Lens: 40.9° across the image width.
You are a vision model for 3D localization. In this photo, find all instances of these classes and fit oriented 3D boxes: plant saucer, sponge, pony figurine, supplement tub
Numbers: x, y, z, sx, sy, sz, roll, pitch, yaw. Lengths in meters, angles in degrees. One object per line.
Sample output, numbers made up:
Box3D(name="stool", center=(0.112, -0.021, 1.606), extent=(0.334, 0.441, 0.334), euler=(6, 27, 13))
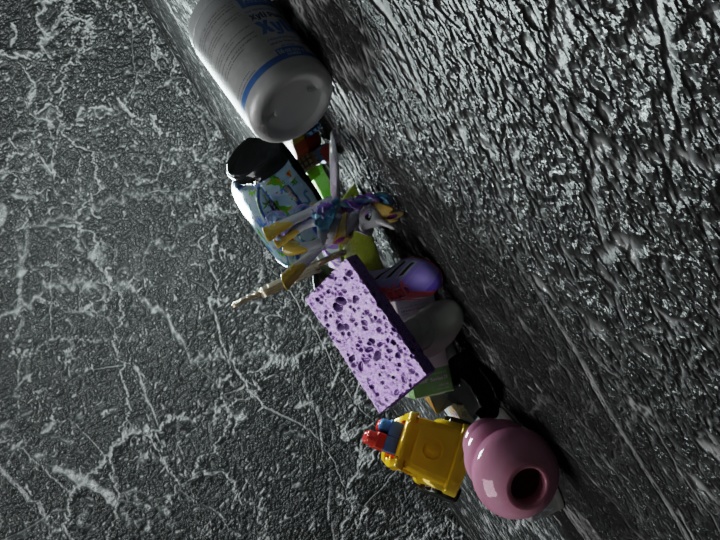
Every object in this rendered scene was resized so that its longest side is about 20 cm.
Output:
Box3D(name="plant saucer", center=(0.000, 0.000, 1.578), extent=(0.202, 0.047, 0.202), euler=(82, 173, -49))
Box3D(name="sponge", center=(0.012, 0.091, 1.372), extent=(0.030, 0.111, 0.202), euler=(-22, -105, -52))
Box3D(name="pony figurine", center=(-0.042, -0.082, 1.411), extent=(0.168, 0.197, 0.194), euler=(60, -173, -38))
Box3D(name="supplement tub", center=(-0.137, -0.284, 1.310), extent=(0.201, 0.131, 0.132), euler=(53, 172, 28))

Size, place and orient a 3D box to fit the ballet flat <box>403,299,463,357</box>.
Box3D(name="ballet flat", center=(0.065, 0.102, 1.395), extent=(0.199, 0.069, 0.070), euler=(-32, 92, 42))

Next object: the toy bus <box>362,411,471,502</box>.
Box3D(name="toy bus", center=(0.095, 0.314, 1.703), extent=(0.189, 0.138, 0.200), euler=(19, 167, -2))

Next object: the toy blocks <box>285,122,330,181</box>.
Box3D(name="toy blocks", center=(-0.113, -0.237, 1.581), extent=(0.202, 0.099, 0.136), euler=(59, 161, -12))

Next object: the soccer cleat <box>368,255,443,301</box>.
Box3D(name="soccer cleat", center=(0.032, 0.026, 1.396), extent=(0.198, 0.076, 0.068), euler=(-4, 118, 43))

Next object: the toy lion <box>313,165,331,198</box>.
Box3D(name="toy lion", center=(-0.101, -0.192, 1.793), extent=(0.201, 0.068, 0.192), euler=(55, 165, 17))

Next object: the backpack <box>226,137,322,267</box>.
Box3D(name="backpack", center=(-0.124, -0.105, 1.563), extent=(0.199, 0.155, 0.162), euler=(40, 169, -29))

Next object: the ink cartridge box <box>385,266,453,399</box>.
Box3D(name="ink cartridge box", center=(0.086, 0.092, 1.503), extent=(0.117, 0.066, 0.204), euler=(135, 124, -83))

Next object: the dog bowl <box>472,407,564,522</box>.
Box3D(name="dog bowl", center=(0.244, 0.312, 1.547), extent=(0.202, 0.058, 0.200), euler=(56, 173, 10))

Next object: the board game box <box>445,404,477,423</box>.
Box3D(name="board game box", center=(0.155, 0.214, 1.839), extent=(0.202, 0.034, 0.135), euler=(57, 173, 10))

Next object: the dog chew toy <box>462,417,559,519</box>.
Box3D(name="dog chew toy", center=(0.203, 0.270, 1.382), extent=(0.126, 0.123, 0.200), euler=(59, 174, -16))

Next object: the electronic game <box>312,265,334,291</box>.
Box3D(name="electronic game", center=(-0.022, 0.081, 1.634), extent=(0.201, 0.041, 0.201), euler=(57, -166, -22))

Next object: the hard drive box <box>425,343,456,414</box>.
Box3D(name="hard drive box", center=(0.097, 0.124, 1.683), extent=(0.201, 0.076, 0.157), euler=(52, 171, 42))

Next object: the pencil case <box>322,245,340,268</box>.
Box3D(name="pencil case", center=(-0.027, -0.004, 1.898), extent=(0.201, 0.084, 0.085), euler=(81, -169, -55))

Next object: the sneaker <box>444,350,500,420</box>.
Box3D(name="sneaker", center=(0.176, 0.196, 1.501), extent=(0.105, 0.059, 0.201), euler=(59, 171, 28))

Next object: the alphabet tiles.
Box3D(name="alphabet tiles", center=(-0.112, 0.015, 1.514), extent=(0.015, 0.193, 0.200), euler=(64, 175, -3))
